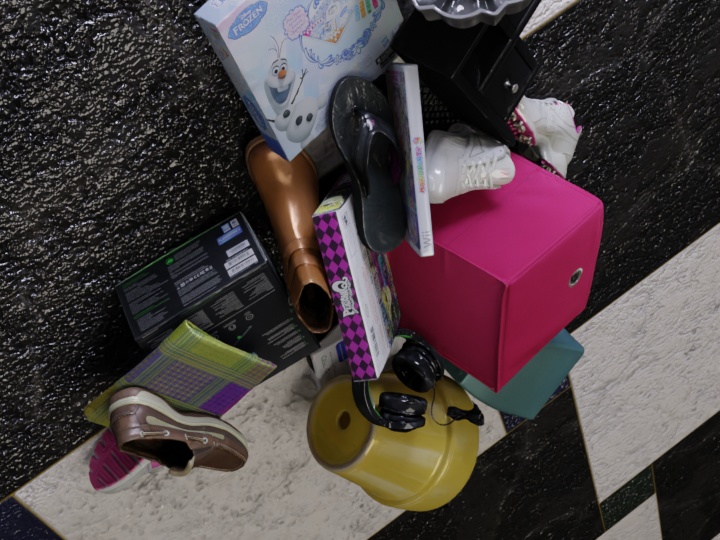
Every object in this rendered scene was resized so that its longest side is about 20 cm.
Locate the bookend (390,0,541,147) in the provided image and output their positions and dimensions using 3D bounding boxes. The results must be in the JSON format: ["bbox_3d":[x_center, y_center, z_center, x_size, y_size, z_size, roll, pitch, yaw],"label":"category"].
[{"bbox_3d":[0.158,-0.277,1.227,0.200,0.092,0.200,-57,149,0],"label":"bookend"}]

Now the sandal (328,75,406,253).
[{"bbox_3d":[0.020,-0.115,1.175,0.075,0.048,0.203,-26,114,-26],"label":"sandal"}]

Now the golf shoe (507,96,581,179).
[{"bbox_3d":[0.230,-0.198,1.409,0.092,0.075,0.200,-57,143,-5],"label":"golf shoe"}]

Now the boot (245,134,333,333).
[{"bbox_3d":[-0.076,-0.039,1.211,0.076,0.156,0.201,-11,135,3],"label":"boot"}]

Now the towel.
[{"bbox_3d":[-0.209,0.136,1.236,0.143,0.023,0.200,27,126,-38],"label":"towel"}]

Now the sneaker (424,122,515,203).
[{"bbox_3d":[0.130,-0.125,1.268,0.200,0.098,0.079,-45,145,-59],"label":"sneaker"}]

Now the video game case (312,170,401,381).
[{"bbox_3d":[0.000,0.000,1.261,0.035,0.182,0.202,-9,109,14],"label":"video game case"}]

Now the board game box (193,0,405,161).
[{"bbox_3d":[-0.051,-0.249,1.113,0.200,0.043,0.200,-45,143,-14],"label":"board game box"}]

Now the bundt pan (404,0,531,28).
[{"bbox_3d":[0.111,-0.335,1.090,0.201,0.202,0.076,-41,167,0],"label":"bundt pan"}]

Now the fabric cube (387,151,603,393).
[{"bbox_3d":[0.166,-0.009,1.381,0.199,0.199,0.198,-37,144,-32],"label":"fabric cube"}]

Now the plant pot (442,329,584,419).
[{"bbox_3d":[0.200,0.115,1.592,0.199,0.141,0.142,16,115,-50],"label":"plant pot"}]

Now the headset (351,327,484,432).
[{"bbox_3d":[0.074,0.152,1.374,0.199,0.093,0.125,35,72,-41],"label":"headset"}]

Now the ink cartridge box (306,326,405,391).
[{"bbox_3d":[0.016,0.092,1.514,0.198,0.037,0.095,-27,139,-14],"label":"ink cartridge box"}]

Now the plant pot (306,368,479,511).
[{"bbox_3d":[0.033,0.224,1.501,0.188,0.201,0.202,21,111,-45],"label":"plant pot"}]

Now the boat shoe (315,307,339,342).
[{"bbox_3d":[-0.014,0.022,1.394,0.200,0.073,0.074,-47,141,7],"label":"boat shoe"}]

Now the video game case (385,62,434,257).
[{"bbox_3d":[0.053,-0.127,1.200,0.018,0.143,0.203,-7,102,-5],"label":"video game case"}]

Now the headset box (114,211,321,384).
[{"bbox_3d":[-0.161,0.060,1.278,0.173,0.093,0.201,-31,140,-1],"label":"headset box"}]

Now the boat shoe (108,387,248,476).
[{"bbox_3d":[-0.208,0.206,1.242,0.074,0.075,0.201,-37,135,26],"label":"boat shoe"}]

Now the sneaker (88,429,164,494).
[{"bbox_3d":[-0.252,0.220,1.375,0.199,0.081,0.089,-36,139,-6],"label":"sneaker"}]

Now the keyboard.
[{"bbox_3d":[0.068,-0.181,1.319,0.198,0.021,0.128,-8,130,-33],"label":"keyboard"}]
